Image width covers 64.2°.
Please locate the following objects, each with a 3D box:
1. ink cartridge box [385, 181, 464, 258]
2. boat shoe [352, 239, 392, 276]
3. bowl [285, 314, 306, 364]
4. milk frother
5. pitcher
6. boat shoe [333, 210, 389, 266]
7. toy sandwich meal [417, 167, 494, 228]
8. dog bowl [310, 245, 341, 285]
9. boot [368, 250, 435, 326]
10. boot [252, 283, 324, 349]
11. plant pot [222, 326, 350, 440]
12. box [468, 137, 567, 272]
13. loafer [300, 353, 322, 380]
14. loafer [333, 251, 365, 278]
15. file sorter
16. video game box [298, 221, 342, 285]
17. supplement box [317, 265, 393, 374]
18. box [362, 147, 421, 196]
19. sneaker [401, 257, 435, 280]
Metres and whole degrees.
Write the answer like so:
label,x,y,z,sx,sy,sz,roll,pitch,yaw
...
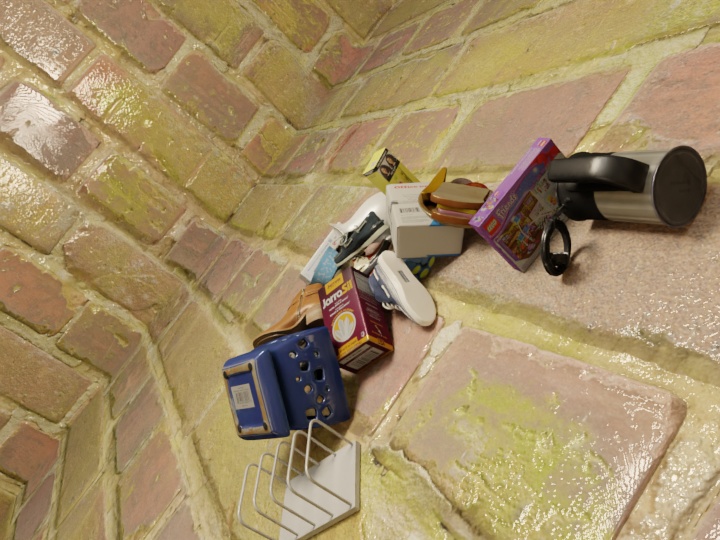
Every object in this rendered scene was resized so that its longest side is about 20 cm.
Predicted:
label,x,y,z,sx,sy,sz,roll,pitch,yaw
ink cartridge box,0.138,-0.117,1.287,0.145,0.085,0.200,-3,34,-3
boat shoe,0.000,0.000,1.373,0.200,0.062,0.071,-52,0,8
bowl,-0.146,0.151,1.472,0.200,0.094,0.201,-38,27,23
milk frother,0.387,-0.085,0.886,0.188,0.179,0.201,-162,67,-64
pitcher,0.044,-0.103,1.472,0.199,0.121,0.172,-30,66,-1
boat shoe,-0.011,-0.072,1.360,0.075,0.062,0.200,-39,0,-38
toy sandwich meal,0.211,-0.157,1.207,0.206,0.204,0.071,-90,1,-54
dog bowl,-0.090,0.021,1.510,0.200,0.049,0.112,109,-172,-56
boot,0.085,0.058,1.215,0.201,0.072,0.091,62,139,36
boot,-0.165,0.110,1.378,0.199,0.077,0.156,-29,32,10
plant pot,-0.164,0.240,1.179,0.179,0.201,0.200,-11,-7,-42
box,0.306,-0.116,1.029,0.200,0.137,0.039,-50,25,-1
loafer,-0.076,0.180,1.352,0.070,0.068,0.201,3,59,46
loafer,-0.021,0.008,1.493,0.076,0.067,0.200,-67,-5,37
file sorter,-0.114,0.388,1.051,0.200,0.124,0.139,-39,26,25
video game box,-0.109,-0.045,1.664,0.183,0.047,0.200,-52,4,-9
supplement box,-0.014,0.106,1.252,0.110,0.085,0.201,-37,46,25
box,0.101,-0.203,1.404,0.050,0.200,0.076,-13,41,53
sneaker,0.086,-0.002,1.318,0.199,0.071,0.083,-35,35,37
